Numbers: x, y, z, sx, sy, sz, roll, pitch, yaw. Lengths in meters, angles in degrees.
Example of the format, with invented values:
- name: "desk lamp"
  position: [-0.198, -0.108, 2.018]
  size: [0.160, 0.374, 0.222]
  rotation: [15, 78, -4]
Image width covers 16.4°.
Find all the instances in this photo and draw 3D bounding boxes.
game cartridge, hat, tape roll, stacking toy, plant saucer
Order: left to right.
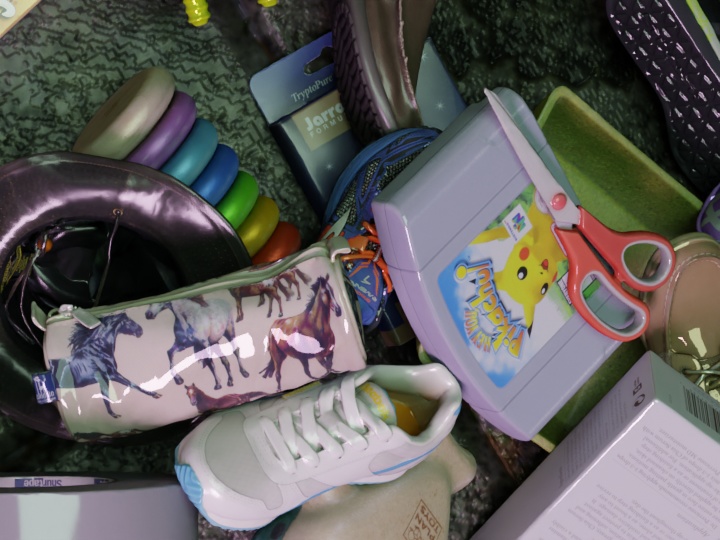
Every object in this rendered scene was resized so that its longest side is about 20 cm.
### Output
- name: "tape roll"
  position: [-0.195, 0.156, 1.473]
  size: [0.200, 0.200, 0.066]
  rotation: [-1, 88, -17]
- name: "hat"
  position: [-0.160, 0.012, 1.544]
  size: [0.200, 0.081, 0.201]
  rotation: [1, 103, 3]
- name: "stacking toy"
  position: [-0.085, -0.036, 1.581]
  size: [0.200, 0.085, 0.085]
  rotation: [42, 77, -17]
- name: "game cartridge"
  position: [0.089, 0.004, 1.543]
  size: [0.133, 0.040, 0.200]
  rotation: [-43, 122, -19]
- name: "plant saucer"
  position: [0.129, 0.009, 1.628]
  size: [0.200, 0.048, 0.200]
  rotation: [36, 77, -37]

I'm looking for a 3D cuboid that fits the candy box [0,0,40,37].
- name: "candy box"
  position: [-0.285, -0.162, 1.534]
  size: [0.117, 0.056, 0.200]
  rotation: [46, 75, -9]

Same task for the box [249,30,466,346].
- name: "box"
  position: [0.024, -0.066, 1.636]
  size: [0.121, 0.032, 0.200]
  rotation: [-31, 96, -15]

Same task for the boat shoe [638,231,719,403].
- name: "boat shoe"
  position: [0.228, 0.068, 1.630]
  size: [0.071, 0.065, 0.200]
  rotation: [-18, 123, -10]

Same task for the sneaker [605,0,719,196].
- name: "sneaker"
  position: [0.237, -0.140, 1.680]
  size: [0.083, 0.072, 0.200]
  rotation: [-50, 120, -44]

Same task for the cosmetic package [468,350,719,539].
- name: "cosmetic package"
  position: [0.159, 0.160, 1.597]
  size: [0.101, 0.071, 0.200]
  rotation: [37, 112, -13]

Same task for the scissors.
- name: "scissors"
  position: [0.123, -0.029, 1.530]
  size: [0.200, 0.014, 0.073]
  rotation: [38, 87, -33]

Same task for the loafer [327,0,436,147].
- name: "loafer"
  position: [0.018, -0.166, 1.592]
  size: [0.071, 0.073, 0.200]
  rotation: [-8, 75, -12]

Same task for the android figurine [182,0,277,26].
- name: "android figurine"
  position: [-0.104, -0.255, 1.551]
  size: [0.182, 0.041, 0.200]
  rotation: [-13, 97, -1]

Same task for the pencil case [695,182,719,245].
- name: "pencil case"
  position: [0.311, 0.010, 1.669]
  size: [0.200, 0.085, 0.084]
  rotation: [40, 82, -26]

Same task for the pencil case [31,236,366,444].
- name: "pencil case"
  position: [-0.091, 0.039, 1.463]
  size: [0.200, 0.078, 0.089]
  rotation: [-15, 126, 8]

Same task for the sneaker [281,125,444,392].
- name: "sneaker"
  position: [0.000, 0.000, 1.535]
  size: [0.075, 0.078, 0.200]
  rotation: [33, 95, -22]

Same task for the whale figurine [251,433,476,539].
- name: "whale figurine"
  position: [-0.003, 0.173, 1.595]
  size: [0.159, 0.104, 0.200]
  rotation: [54, 51, -30]

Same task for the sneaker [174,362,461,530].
- name: "sneaker"
  position: [-0.026, 0.096, 1.487]
  size: [0.200, 0.081, 0.077]
  rotation: [-15, 69, -44]
